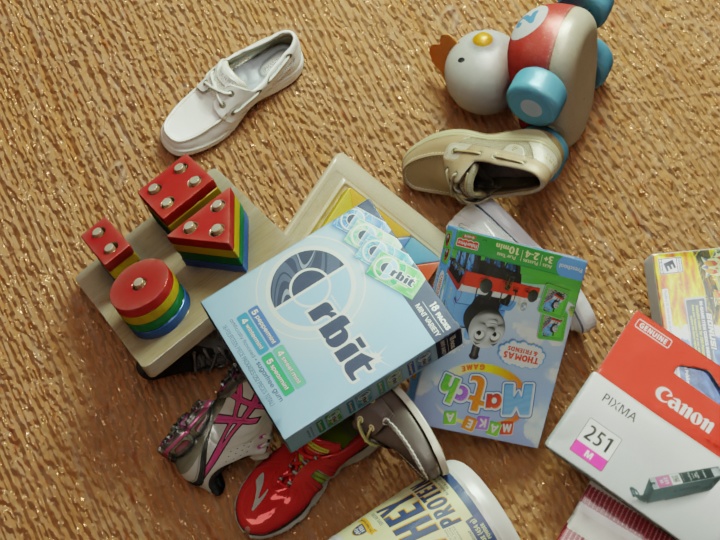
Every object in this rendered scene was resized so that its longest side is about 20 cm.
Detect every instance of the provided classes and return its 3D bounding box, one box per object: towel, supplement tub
[{"bbox_3d":[0.283,0.276,1.412,0.143,0.023,0.201,30,73,10],"label":"towel"},{"bbox_3d":[0.049,0.294,1.340,0.199,0.145,0.146,-31,71,-12],"label":"supplement tub"}]

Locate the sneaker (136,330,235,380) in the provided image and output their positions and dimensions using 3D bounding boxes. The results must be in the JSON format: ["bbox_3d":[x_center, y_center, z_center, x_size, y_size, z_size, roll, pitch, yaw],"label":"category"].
[{"bbox_3d":[-0.131,0.089,1.467,0.199,0.075,0.116,-30,73,-12],"label":"sneaker"}]

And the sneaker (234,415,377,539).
[{"bbox_3d":[-0.054,0.188,1.417,0.200,0.085,0.077,-42,72,-15],"label":"sneaker"}]

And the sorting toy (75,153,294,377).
[{"bbox_3d":[-0.196,-0.019,1.458,0.199,0.070,0.199,-39,43,-9],"label":"sorting toy"}]

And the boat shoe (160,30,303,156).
[{"bbox_3d":[-0.151,-0.212,1.590,0.200,0.069,0.071,-41,74,-14],"label":"boat shoe"}]

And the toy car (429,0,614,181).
[{"bbox_3d":[0.161,-0.231,1.551,0.198,0.178,0.185,17,58,21],"label":"toy car"}]

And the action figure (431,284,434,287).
[{"bbox_3d":[0.059,0.023,1.450,0.099,0.065,0.200,-45,98,-8],"label":"action figure"}]

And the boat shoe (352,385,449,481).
[{"bbox_3d":[0.015,0.137,1.361,0.059,0.072,0.200,-29,54,-14],"label":"boat shoe"}]

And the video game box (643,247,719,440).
[{"bbox_3d":[0.404,0.075,1.460,0.180,0.047,0.203,-6,79,-4],"label":"video game box"}]

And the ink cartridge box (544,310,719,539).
[{"bbox_3d":[0.315,0.164,1.402,0.199,0.044,0.174,34,86,11],"label":"ink cartridge box"}]

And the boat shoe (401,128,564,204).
[{"bbox_3d":[0.121,-0.109,1.500,0.198,0.072,0.065,-6,39,38],"label":"boat shoe"}]

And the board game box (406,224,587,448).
[{"bbox_3d":[0.137,0.070,1.418,0.149,0.037,0.203,12,96,-18],"label":"board game box"}]

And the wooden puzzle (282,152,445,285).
[{"bbox_3d":[0.000,0.000,1.484,0.184,0.037,0.201,37,69,-11],"label":"wooden puzzle"}]

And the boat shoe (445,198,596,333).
[{"bbox_3d":[0.172,0.004,1.503,0.065,0.074,0.200,-38,62,-9],"label":"boat shoe"}]

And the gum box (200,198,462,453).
[{"bbox_3d":[-0.028,0.051,1.345,0.199,0.045,0.171,-32,65,-8],"label":"gum box"}]

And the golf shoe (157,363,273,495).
[{"bbox_3d":[-0.114,0.144,1.418,0.092,0.073,0.200,43,108,-6],"label":"golf shoe"}]
